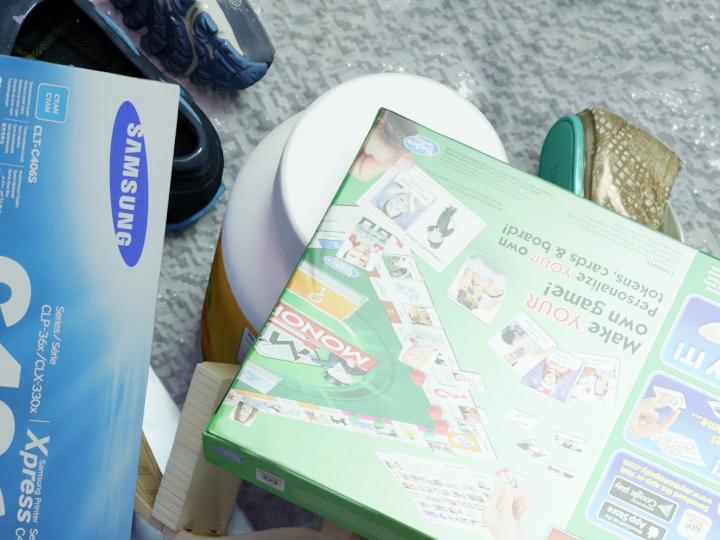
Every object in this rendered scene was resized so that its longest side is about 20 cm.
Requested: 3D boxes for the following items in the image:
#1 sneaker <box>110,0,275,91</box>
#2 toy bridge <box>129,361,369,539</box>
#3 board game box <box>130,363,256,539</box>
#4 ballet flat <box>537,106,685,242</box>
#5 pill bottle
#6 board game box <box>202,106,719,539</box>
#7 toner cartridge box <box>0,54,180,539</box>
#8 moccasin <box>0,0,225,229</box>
[{"bbox_3d":[-0.081,-0.170,1.156,0.085,0.077,0.200,-27,77,-19],"label":"sneaker"},{"bbox_3d":[-0.055,0.068,1.005,0.027,0.200,0.067,8,105,-43],"label":"toy bridge"},{"bbox_3d":[-0.106,0.140,1.067,0.151,0.037,0.200,-30,77,-16],"label":"board game box"},{"bbox_3d":[0.103,0.030,1.118,0.065,0.071,0.200,13,73,-18],"label":"ballet flat"},{"bbox_3d":[0.000,0.000,1.041,0.111,0.200,0.111,2,71,-7],"label":"pill bottle"},{"bbox_3d":[0.067,0.044,0.898,0.200,0.029,0.135,25,68,8],"label":"board game box"},{"bbox_3d":[-0.126,0.024,0.997,0.095,0.043,0.200,7,88,-39],"label":"toner cartridge box"},{"bbox_3d":[-0.132,-0.101,1.127,0.200,0.068,0.080,33,71,5],"label":"moccasin"}]
